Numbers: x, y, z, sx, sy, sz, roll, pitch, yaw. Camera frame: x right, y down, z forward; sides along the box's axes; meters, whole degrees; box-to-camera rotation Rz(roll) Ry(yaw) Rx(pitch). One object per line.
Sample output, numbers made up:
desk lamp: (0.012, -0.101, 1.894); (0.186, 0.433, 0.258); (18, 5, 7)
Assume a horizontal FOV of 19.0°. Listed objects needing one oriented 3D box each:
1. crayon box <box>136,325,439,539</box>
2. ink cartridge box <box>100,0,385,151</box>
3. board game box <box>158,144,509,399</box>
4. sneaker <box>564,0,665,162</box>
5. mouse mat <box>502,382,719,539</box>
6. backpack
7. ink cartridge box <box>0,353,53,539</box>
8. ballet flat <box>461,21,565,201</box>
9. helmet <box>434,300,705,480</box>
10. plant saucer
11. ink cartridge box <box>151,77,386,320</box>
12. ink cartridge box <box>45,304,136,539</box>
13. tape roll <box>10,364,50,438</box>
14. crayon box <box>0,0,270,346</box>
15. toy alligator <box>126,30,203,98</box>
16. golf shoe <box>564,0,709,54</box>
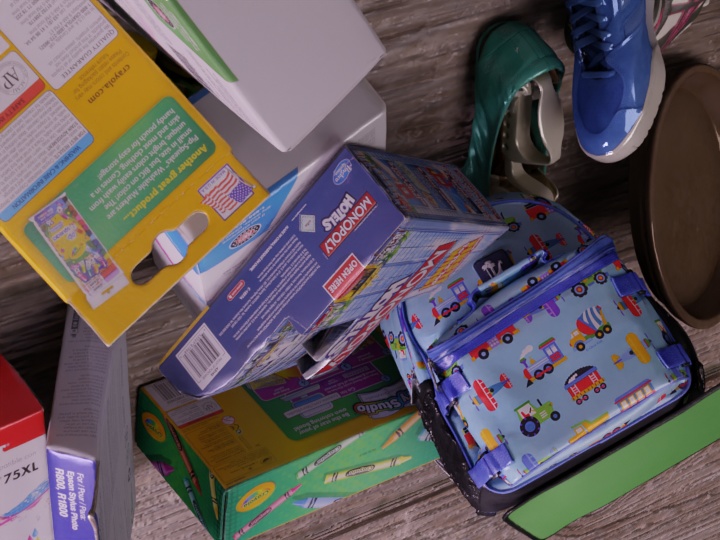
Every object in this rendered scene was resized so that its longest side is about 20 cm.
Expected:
crayon box: (-0.042, 0.105, 1.506); (0.199, 0.119, 0.059); (-19, 134, -29)
ink cartridge box: (-0.098, -0.174, 1.156); (0.084, 0.200, 0.145); (-45, 141, -6)
board game box: (0.000, 0.000, 1.341); (0.200, 0.062, 0.199); (-48, 163, 28)
sneaker: (0.150, -0.179, 1.430); (0.111, 0.076, 0.202); (13, 86, -43)
mouse mat: (0.194, 0.130, 1.481); (0.199, 0.008, 0.161); (-30, 161, 6)
backpack: (0.108, 0.037, 1.440); (0.182, 0.201, 0.135); (-26, 166, -5)
ink cartridge box: (-0.256, 0.130, 1.318); (0.116, 0.067, 0.201); (-22, 135, -27)
ballet flat: (0.110, -0.080, 1.524); (0.067, 0.070, 0.201); (-23, 136, -27)
helmet: (0.140, 0.086, 1.592); (0.190, 0.200, 0.201); (8, 117, -46)
plant saucer: (0.251, -0.056, 1.631); (0.200, 0.029, 0.202); (1, 88, -58)
ink cartridge box: (-0.061, -0.050, 1.332); (0.144, 0.085, 0.200); (-37, 164, -11)
ink cartridge box: (-0.174, 0.152, 1.378); (0.040, 0.201, 0.201); (0, 129, -1)
tape roll: (-0.290, 0.137, 1.376); (0.202, 0.037, 0.204); (-24, 135, -26)
crayon box: (-0.160, -0.071, 1.197); (0.126, 0.200, 0.052); (-42, 177, -4)
toy alligator: (-0.146, -0.107, 1.283); (0.199, 0.054, 0.060); (5, 119, -44)
golf shoe: (0.225, -0.223, 1.518); (0.200, 0.077, 0.088); (-49, 157, 13)
